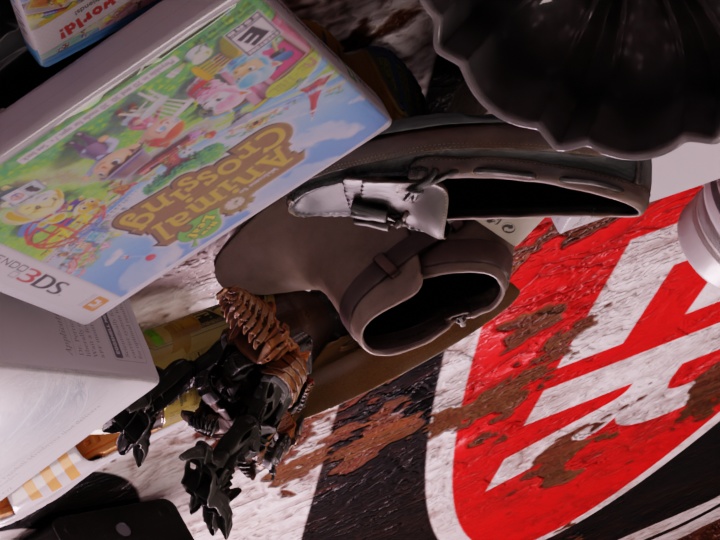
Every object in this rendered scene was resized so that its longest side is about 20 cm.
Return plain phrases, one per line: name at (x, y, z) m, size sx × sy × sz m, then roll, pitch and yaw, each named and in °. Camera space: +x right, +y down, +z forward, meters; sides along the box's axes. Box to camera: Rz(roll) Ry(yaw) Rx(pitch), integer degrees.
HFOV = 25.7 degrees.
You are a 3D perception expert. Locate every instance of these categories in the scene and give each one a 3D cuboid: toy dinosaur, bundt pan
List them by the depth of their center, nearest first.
bundt pan at (0.127, -0.159, 0.741) m, size 0.201 × 0.202 × 0.076 m, roll -39°, pitch -172°, yaw 31°
toy dinosaur at (-0.079, 0.072, 0.962) m, size 0.136 × 0.102 × 0.201 m, roll -42°, pitch 135°, yaw -26°

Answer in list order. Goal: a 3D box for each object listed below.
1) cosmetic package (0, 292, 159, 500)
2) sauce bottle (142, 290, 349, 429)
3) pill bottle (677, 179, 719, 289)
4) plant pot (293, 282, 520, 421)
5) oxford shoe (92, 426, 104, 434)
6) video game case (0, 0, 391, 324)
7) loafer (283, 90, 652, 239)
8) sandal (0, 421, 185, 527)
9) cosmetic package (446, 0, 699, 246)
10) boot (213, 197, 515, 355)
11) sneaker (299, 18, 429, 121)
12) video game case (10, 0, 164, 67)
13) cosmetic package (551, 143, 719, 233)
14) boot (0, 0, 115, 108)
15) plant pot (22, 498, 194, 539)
cosmetic package at (-0.258, 0.056, 0.870) m, size 0.199 × 0.124 × 0.199 m, roll -36°, pitch 155°, yaw 24°
sauce bottle at (-0.074, 0.048, 1.054) m, size 0.198 × 0.065 × 0.065 m, roll -20°, pitch 158°, yaw -26°
pill bottle at (0.345, -0.072, 1.251) m, size 0.112 × 0.114 × 0.200 m, roll -11°, pitch 154°, yaw -32°
plant pot at (0.019, 0.049, 1.109) m, size 0.198 × 0.028 × 0.200 m, roll -28°, pitch -177°, yaw 2°
oxford shoe at (-0.186, 0.070, 1.058) m, size 0.199 × 0.075 × 0.058 m, roll -6°, pitch 127°, yaw -42°
video game case at (-0.099, -0.049, 0.735) m, size 0.199 × 0.022 × 0.182 m, roll -32°, pitch 158°, yaw 11°
loafer at (0.054, -0.046, 0.823) m, size 0.197 × 0.064 × 0.072 m, roll -10°, pitch 164°, yaw 8°
sandal at (-0.203, 0.104, 1.110) m, size 0.205 × 0.080 × 0.059 m, roll -28°, pitch 159°, yaw -18°
cosmetic package at (0.125, -0.119, 0.885) m, size 0.200 × 0.071 × 0.106 m, roll -48°, pitch -166°, yaw 40°
boot at (0.000, 0.000, 0.970) m, size 0.198 × 0.147 × 0.071 m, roll -26°, pitch 124°, yaw 11°
sneaker at (-0.026, -0.086, 0.893) m, size 0.087 × 0.076 × 0.199 m, roll -19°, pitch 159°, yaw 26°
video game case at (-0.082, -0.179, 0.585) m, size 0.142 × 0.018 × 0.201 m, roll -31°, pitch 149°, yaw -16°
cosmetic package at (0.216, -0.109, 1.070) m, size 0.198 × 0.082 × 0.113 m, roll -21°, pitch 160°, yaw -15°
boot at (-0.162, -0.075, 0.733) m, size 0.199 × 0.077 × 0.168 m, roll -32°, pitch 155°, yaw 0°
plant pot at (-0.230, 0.321, 1.432) m, size 0.198 × 0.201 × 0.178 m, roll -3°, pitch 136°, yaw -44°
